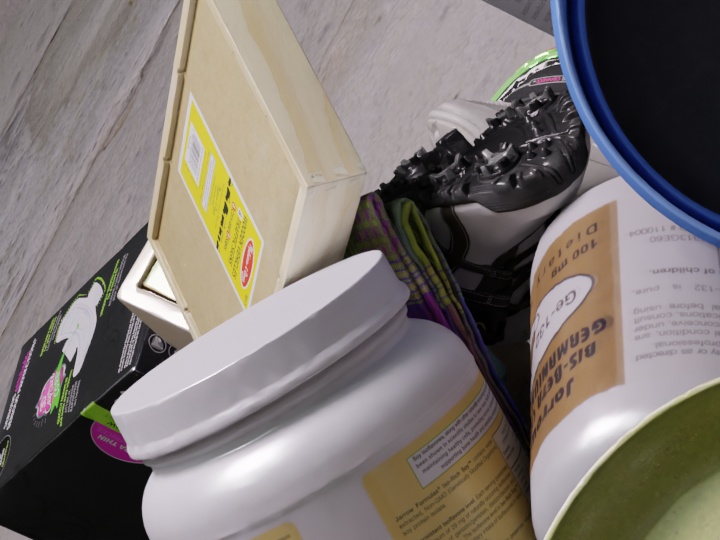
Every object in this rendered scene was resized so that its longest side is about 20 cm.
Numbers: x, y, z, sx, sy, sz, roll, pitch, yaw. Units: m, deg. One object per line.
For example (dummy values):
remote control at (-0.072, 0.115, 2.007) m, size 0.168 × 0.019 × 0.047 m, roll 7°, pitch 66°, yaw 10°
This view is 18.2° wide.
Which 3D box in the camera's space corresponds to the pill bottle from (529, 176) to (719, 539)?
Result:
pill bottle at (0.119, 0.066, 0.832) m, size 0.114 × 0.114 × 0.201 m, roll -46°, pitch 25°, yaw 35°

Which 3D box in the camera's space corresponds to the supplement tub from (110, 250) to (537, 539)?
supplement tub at (0.004, 0.110, 0.874) m, size 0.145 × 0.201 × 0.145 m, roll -29°, pitch 7°, yaw 4°

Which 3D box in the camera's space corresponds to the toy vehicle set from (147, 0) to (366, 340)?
toy vehicle set at (-0.051, -0.027, 0.982) m, size 0.125 × 0.026 × 0.201 m, roll 63°, pitch 156°, yaw 27°

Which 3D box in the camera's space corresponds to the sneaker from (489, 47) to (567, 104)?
sneaker at (0.062, -0.025, 1.146) m, size 0.201 × 0.076 × 0.084 m, roll -55°, pitch 17°, yaw 19°

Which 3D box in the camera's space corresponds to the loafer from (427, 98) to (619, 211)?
loafer at (0.101, -0.038, 1.039) m, size 0.069 × 0.070 × 0.200 m, roll -28°, pitch 36°, yaw -21°

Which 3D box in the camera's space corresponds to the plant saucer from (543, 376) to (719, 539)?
plant saucer at (0.142, 0.128, 0.684) m, size 0.198 × 0.031 × 0.202 m, roll -8°, pitch 72°, yaw 26°

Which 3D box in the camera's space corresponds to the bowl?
bowl at (0.167, -0.098, 0.828) m, size 0.039 × 0.199 × 0.202 m, roll 107°, pitch -171°, yaw -81°

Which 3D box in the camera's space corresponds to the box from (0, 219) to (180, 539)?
box at (-0.107, 0.081, 1.306) m, size 0.200 × 0.148 × 0.125 m, roll -39°, pitch 31°, yaw 45°

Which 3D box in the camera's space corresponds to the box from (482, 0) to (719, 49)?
box at (0.141, -0.142, 0.903) m, size 0.125 × 0.199 × 0.097 m, roll -64°, pitch 1°, yaw -8°

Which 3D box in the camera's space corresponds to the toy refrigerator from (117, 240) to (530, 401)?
toy refrigerator at (-0.020, 0.026, 1.121) m, size 0.199 × 0.070 × 0.076 m, roll 23°, pitch 77°, yaw 32°

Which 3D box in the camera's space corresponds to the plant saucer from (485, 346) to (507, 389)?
plant saucer at (0.000, 0.000, 1.019) m, size 0.019 × 0.200 × 0.070 m, roll -37°, pitch -27°, yaw -16°

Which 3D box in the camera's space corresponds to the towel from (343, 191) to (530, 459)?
towel at (0.031, 0.062, 0.973) m, size 0.023 × 0.201 × 0.143 m, roll -31°, pitch 5°, yaw -24°

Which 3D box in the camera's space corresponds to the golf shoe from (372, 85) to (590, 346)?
golf shoe at (0.065, -0.017, 0.969) m, size 0.078 × 0.095 × 0.200 m, roll -36°, pitch 5°, yaw -15°
